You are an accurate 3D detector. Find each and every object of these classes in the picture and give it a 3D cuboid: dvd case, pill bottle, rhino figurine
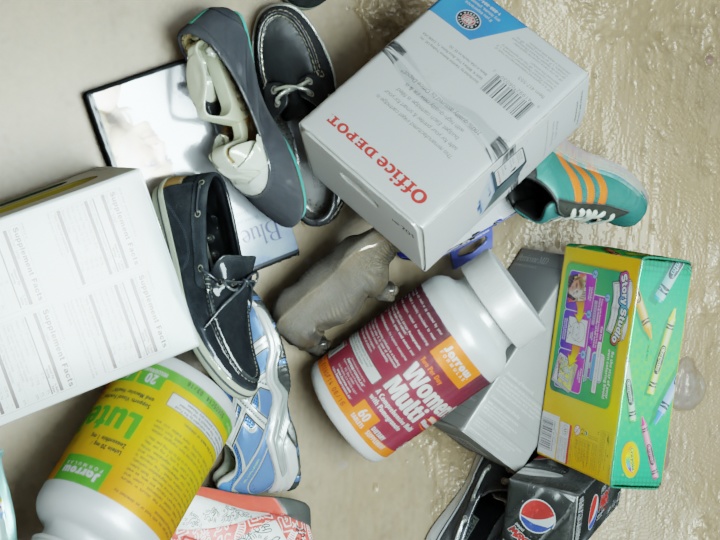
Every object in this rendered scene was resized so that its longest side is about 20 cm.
[{"bbox_3d":[-0.147,-0.084,1.163,0.142,0.018,0.201,-22,104,-21],"label":"dvd case"},{"bbox_3d":[0.062,0.075,1.185,0.199,0.110,0.110,-36,109,8],"label":"pill bottle"},{"bbox_3d":[-0.193,0.175,1.067,0.111,0.111,0.201,42,56,-21],"label":"pill bottle"},{"bbox_3d":[0.000,0.000,1.161,0.200,0.060,0.087,-42,156,17],"label":"rhino figurine"}]

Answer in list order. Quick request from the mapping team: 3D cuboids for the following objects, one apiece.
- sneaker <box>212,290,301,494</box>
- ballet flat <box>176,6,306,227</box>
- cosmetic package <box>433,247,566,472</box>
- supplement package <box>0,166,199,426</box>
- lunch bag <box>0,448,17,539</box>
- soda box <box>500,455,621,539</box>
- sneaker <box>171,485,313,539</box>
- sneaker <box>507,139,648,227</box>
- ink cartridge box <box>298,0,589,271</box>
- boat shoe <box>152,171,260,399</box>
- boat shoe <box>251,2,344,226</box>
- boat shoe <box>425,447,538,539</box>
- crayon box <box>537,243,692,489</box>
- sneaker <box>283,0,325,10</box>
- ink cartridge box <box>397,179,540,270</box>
[{"bbox_3d":[-0.105,0.108,1.168,0.076,0.076,0.202,-11,98,-17],"label":"sneaker"},{"bbox_3d":[-0.109,-0.125,1.126,0.073,0.073,0.201,-21,97,-20],"label":"ballet flat"},{"bbox_3d":[0.155,0.083,1.262,0.090,0.107,0.201,36,79,-23],"label":"cosmetic package"},{"bbox_3d":[-0.261,0.019,1.051,0.199,0.152,0.152,-22,102,-20],"label":"supplement package"},{"bbox_3d":[-0.357,0.246,1.051,0.169,0.122,0.202,-10,105,-21],"label":"lunch bag"},{"bbox_3d":[0.196,0.212,1.247,0.200,0.070,0.064,-12,111,-66],"label":"soda box"},{"bbox_3d":[-0.133,0.252,1.151,0.200,0.067,0.109,10,56,-24],"label":"sneaker"},{"bbox_3d":[0.183,-0.071,1.202,0.199,0.071,0.081,24,70,-30],"label":"sneaker"},{"bbox_3d":[0.070,-0.123,1.099,0.200,0.086,0.146,-43,68,-13],"label":"ink cartridge box"},{"bbox_3d":[-0.119,0.009,1.106,0.062,0.075,0.201,-20,79,19],"label":"boat shoe"},{"bbox_3d":[-0.055,-0.137,1.167,0.073,0.060,0.202,-8,100,3],"label":"boat shoe"},{"bbox_3d":[0.137,0.216,1.287,0.072,0.068,0.201,40,79,-21],"label":"boat shoe"},{"bbox_3d":[0.225,0.082,1.171,0.058,0.119,0.202,6,94,-25],"label":"crayon box"},{"bbox_3d":[0.007,-0.319,1.159,0.075,0.106,0.201,32,82,-22],"label":"sneaker"},{"bbox_3d":[0.077,-0.099,1.226,0.136,0.076,0.201,-29,104,-19],"label":"ink cartridge box"}]
